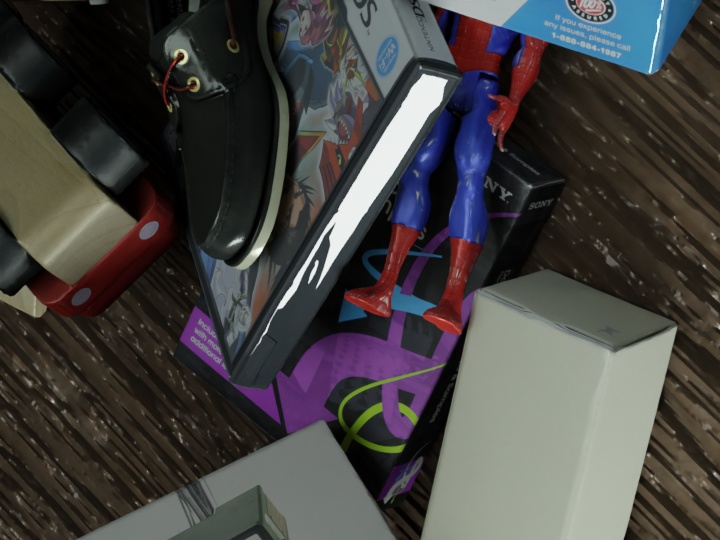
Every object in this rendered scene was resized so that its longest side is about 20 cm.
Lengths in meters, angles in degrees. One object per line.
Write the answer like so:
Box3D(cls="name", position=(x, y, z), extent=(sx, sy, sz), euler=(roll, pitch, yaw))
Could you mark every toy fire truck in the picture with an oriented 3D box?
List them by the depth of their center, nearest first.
Box3D(cls="toy fire truck", position=(-0.168, -0.036, 1.347), extent=(0.129, 0.200, 0.176), euler=(-44, 61, 2))

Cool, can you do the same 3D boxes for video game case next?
Box3D(cls="video game case", position=(-0.031, -0.076, 1.246), extent=(0.200, 0.025, 0.181), euler=(-58, 35, 32))

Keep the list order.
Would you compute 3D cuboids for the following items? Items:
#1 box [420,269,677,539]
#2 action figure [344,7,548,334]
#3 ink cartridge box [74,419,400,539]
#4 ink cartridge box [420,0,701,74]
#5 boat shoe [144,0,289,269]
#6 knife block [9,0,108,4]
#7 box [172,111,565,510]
Box3D(cls="box", position=(0.081, 0.108, 1.236), extent=(0.082, 0.068, 0.201), euler=(25, 112, 30))
Box3D(cls="action figure", position=(0.047, -0.075, 1.208), extent=(0.065, 0.052, 0.201), euler=(12, 80, 28))
Box3D(cls="ink cartridge box", position=(-0.097, 0.169, 1.273), extent=(0.084, 0.199, 0.146), euler=(58, 149, 12))
Box3D(cls="ink cartridge box", position=(0.084, -0.202, 1.103), extent=(0.144, 0.084, 0.201), euler=(20, 135, 17))
Box3D(cls="boat shoe", position=(-0.074, -0.096, 1.243), extent=(0.074, 0.063, 0.202), euler=(-35, 52, 50))
Box3D(cls="knife block", position=(-0.155, -0.226, 1.341), extent=(0.199, 0.064, 0.177), euler=(2, 100, 36))
Box3D(cls="box", position=(0.000, 0.000, 1.292), extent=(0.143, 0.036, 0.201), euler=(37, 116, 24))
